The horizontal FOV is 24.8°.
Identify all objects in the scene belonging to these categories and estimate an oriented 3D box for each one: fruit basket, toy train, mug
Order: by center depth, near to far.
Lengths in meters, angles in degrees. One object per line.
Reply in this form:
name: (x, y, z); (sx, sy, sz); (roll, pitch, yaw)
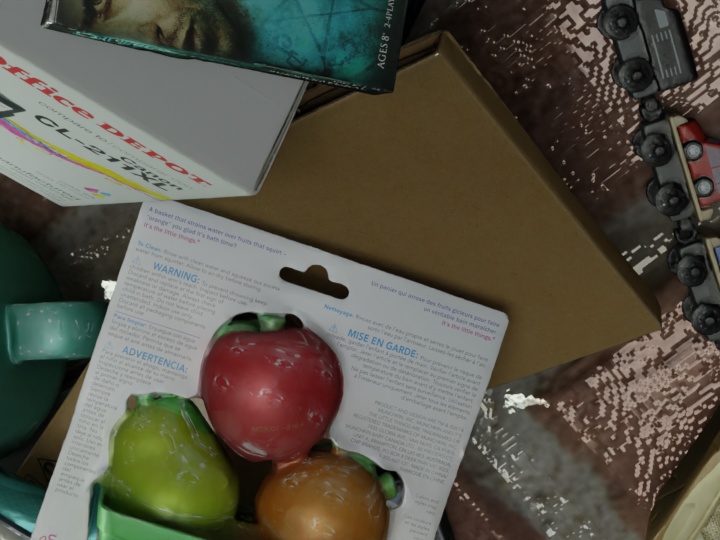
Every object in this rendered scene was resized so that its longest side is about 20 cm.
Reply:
fruit basket: (-0.047, 0.086, 0.781); (0.185, 0.094, 0.200); (18, 88, -8)
toy train: (0.171, -0.052, 0.853); (0.046, 0.034, 0.200); (-18, 102, 3)
mug: (-0.225, 0.046, 0.899); (0.185, 0.114, 0.152); (31, 98, 19)

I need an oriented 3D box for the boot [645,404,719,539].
boot: (0.265, 0.107, 0.859); (0.155, 0.073, 0.200); (32, 111, 1)

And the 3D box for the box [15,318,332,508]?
box: (-0.103, 0.124, 0.905); (0.163, 0.021, 0.200); (36, 100, 9)

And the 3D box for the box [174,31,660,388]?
box: (0.027, -0.012, 0.789); (0.163, 0.021, 0.200); (-22, 128, 30)

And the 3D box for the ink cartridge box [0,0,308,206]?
ink cartridge box: (-0.133, -0.097, 0.716); (0.146, 0.200, 0.083); (31, 75, -29)

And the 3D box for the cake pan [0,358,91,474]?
cake pan: (-0.128, 0.146, 0.944); (0.200, 0.037, 0.201); (1, 94, 14)

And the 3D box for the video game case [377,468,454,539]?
video game case: (-0.028, 0.218, 0.975); (0.200, 0.026, 0.181); (-15, 103, 15)

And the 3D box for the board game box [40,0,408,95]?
board game box: (-0.037, -0.176, 0.614); (0.135, 0.028, 0.200); (9, 91, -18)

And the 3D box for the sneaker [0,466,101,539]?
sneaker: (-0.115, 0.129, 0.866); (0.200, 0.078, 0.080); (14, 91, 1)

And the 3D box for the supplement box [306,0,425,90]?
supplement box: (-0.041, -0.218, 0.790); (0.200, 0.134, 0.200); (27, 109, 2)
